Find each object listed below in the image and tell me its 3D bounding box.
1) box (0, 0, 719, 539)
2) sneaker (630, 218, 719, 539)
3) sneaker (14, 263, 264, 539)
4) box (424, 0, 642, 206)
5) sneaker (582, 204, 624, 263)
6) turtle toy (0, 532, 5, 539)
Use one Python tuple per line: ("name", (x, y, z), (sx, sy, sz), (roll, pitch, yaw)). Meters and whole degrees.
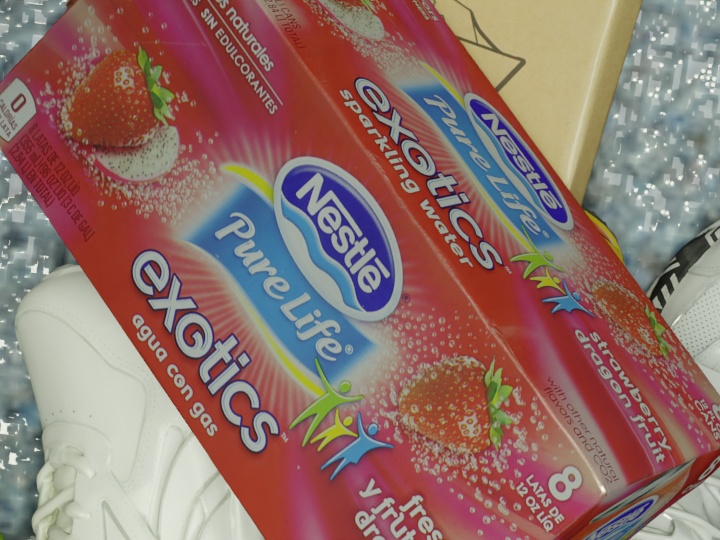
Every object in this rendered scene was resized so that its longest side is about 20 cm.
("box", (0.000, 0.000, 0.786), (0.095, 0.100, 0.200), (-42, 75, 26))
("sneaker", (0.105, 0.072, 0.881), (0.075, 0.115, 0.201), (29, 100, -9))
("sneaker", (-0.072, 0.097, 0.870), (0.099, 0.078, 0.201), (-19, 83, -29))
("box", (0.006, -0.085, 0.847), (0.163, 0.021, 0.201), (22, 103, 27))
("sneaker", (0.022, 0.072, 0.890), (0.070, 0.090, 0.201), (27, 100, -8))
("turtle toy", (-0.152, 0.145, 0.823), (0.100, 0.146, 0.201), (1, 118, -15))
